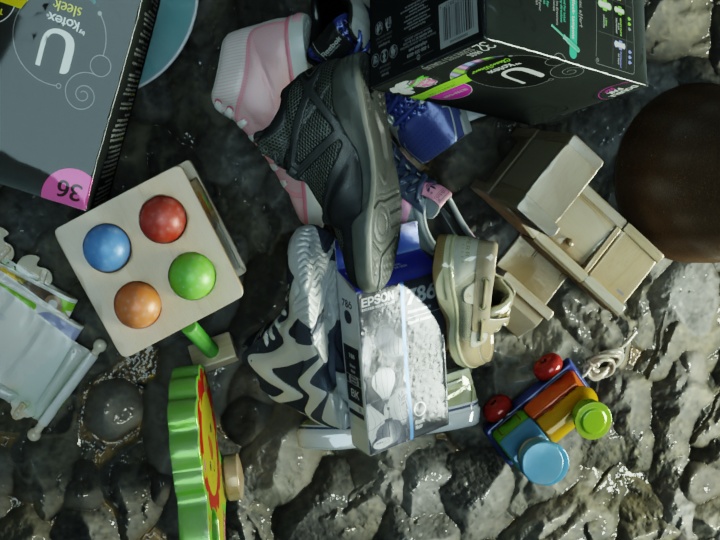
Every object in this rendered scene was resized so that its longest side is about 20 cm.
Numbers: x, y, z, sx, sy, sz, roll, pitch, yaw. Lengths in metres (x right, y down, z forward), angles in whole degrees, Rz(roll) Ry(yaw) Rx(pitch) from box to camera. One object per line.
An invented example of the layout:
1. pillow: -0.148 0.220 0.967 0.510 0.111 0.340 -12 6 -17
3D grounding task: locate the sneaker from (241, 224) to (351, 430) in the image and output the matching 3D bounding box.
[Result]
1. sneaker: -0.071 0.052 0.885 0.127 0.079 0.203 5 122 32

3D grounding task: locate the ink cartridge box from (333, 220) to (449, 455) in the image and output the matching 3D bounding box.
1. ink cartridge box: 0.031 0.063 0.863 0.098 0.039 0.205 -15 108 -29

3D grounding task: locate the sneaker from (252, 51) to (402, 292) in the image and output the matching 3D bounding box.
1. sneaker: -0.027 -0.080 0.811 0.112 0.076 0.204 -6 99 28

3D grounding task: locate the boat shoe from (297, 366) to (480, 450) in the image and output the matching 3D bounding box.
1. boat shoe: 0.028 0.142 0.950 0.196 0.072 0.064 -8 86 -16

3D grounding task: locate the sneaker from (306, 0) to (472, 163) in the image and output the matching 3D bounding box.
1. sneaker: 0.008 -0.185 0.845 0.080 0.114 0.202 -35 83 36

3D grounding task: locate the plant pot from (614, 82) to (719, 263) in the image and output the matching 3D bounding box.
1. plant pot: 0.369 -0.087 0.883 0.182 0.200 0.191 -1 99 -6

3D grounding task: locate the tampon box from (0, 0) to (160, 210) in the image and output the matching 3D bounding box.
1. tampon box: -0.274 -0.175 0.803 0.147 0.126 0.204 16 97 -8

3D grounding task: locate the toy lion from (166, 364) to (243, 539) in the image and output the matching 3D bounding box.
1. toy lion: -0.150 0.200 0.857 0.067 0.203 0.194 -6 137 -4

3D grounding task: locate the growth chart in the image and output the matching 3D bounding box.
1. growth chart: -0.351 0.053 0.909 0.200 0.018 0.145 44 91 -11

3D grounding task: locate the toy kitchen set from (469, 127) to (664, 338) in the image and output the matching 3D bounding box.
1. toy kitchen set: 0.193 -0.006 0.884 0.199 0.181 0.164 39 94 -11

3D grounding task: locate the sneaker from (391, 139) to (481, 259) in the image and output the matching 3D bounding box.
1. sneaker: 0.048 -0.083 0.896 0.201 0.082 0.070 50 59 -14

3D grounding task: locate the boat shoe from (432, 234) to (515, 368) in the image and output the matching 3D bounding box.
1. boat shoe: 0.115 0.035 0.879 0.064 0.201 0.073 0 56 16

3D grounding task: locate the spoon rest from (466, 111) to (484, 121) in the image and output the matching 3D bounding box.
1. spoon rest: 0.143 -0.185 0.912 0.197 0.061 0.101 -29 101 -1

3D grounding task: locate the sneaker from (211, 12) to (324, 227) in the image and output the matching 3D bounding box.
1. sneaker: -0.086 -0.139 0.889 0.102 0.076 0.205 -4 107 9

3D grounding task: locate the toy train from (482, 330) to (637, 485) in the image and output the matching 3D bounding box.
1. toy train: 0.226 0.134 0.941 0.199 0.116 0.085 -39 101 0

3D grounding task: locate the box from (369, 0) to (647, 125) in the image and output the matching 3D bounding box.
1. box: 0.125 -0.213 0.779 0.197 0.147 0.127 4 82 -37

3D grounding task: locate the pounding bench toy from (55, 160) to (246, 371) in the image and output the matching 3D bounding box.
1. pounding bench toy: -0.171 0.018 0.855 0.122 0.156 0.203 -27 101 -2

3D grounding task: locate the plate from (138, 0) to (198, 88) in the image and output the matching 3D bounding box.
1. plate: -0.251 -0.268 0.869 0.195 0.026 0.205 -1 99 -7
